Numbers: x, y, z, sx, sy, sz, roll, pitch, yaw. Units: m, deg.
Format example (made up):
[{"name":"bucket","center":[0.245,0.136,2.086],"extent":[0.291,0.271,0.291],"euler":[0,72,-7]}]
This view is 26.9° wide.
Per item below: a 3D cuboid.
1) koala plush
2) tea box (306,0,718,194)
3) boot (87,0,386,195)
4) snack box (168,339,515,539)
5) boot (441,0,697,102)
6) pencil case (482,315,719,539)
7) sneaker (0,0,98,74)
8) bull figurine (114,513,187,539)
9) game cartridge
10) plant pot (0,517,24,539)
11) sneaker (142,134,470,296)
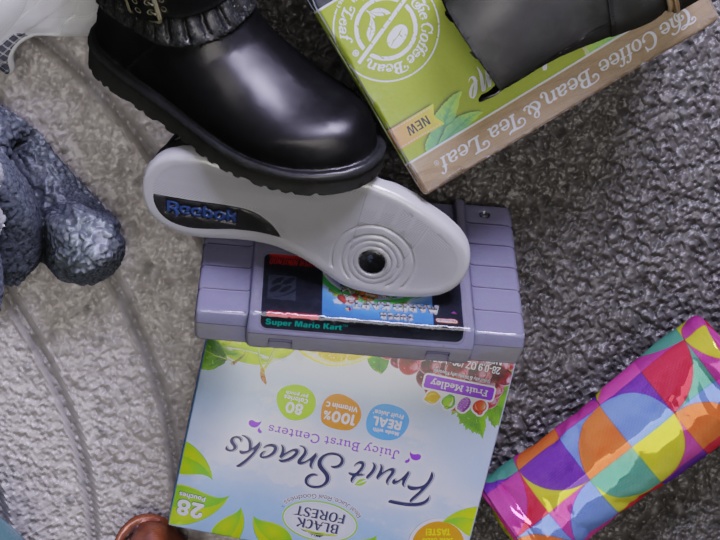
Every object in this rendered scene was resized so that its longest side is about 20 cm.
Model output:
[{"name":"koala plush","center":[-0.259,-0.020,0.885],"extent":[0.177,0.200,0.184],"euler":[-32,103,6]},{"name":"tea box","center":[0.068,-0.186,0.893],"extent":[0.200,0.134,0.197],"euler":[-32,104,5]},{"name":"boot","center":[-0.072,-0.144,0.832],"extent":[0.211,0.079,0.158],"euler":[28,137,15]},{"name":"snack box","center":[-0.013,0.101,0.995],"extent":[0.199,0.068,0.169],"euler":[13,103,-4]},{"name":"boot","center":[0.081,-0.199,0.787],"extent":[0.138,0.077,0.200],"euler":[-29,102,7]},{"name":"pencil case","center":[0.177,0.115,1.001],"extent":[0.200,0.088,0.088],"euler":[-37,103,7]},{"name":"sneaker","center":[-0.156,-0.196,0.920],"extent":[0.199,0.076,0.081],"euler":[-24,116,7]},{"name":"bull figurine","center":[-0.103,0.258,1.023],"extent":[0.200,0.065,0.122],"euler":[42,66,-4]},{"name":"game cartridge","center":[0.000,0.000,0.941],"extent":[0.199,0.130,0.039],"euler":[4,127,-4]},{"name":"plant pot","center":[-0.289,0.210,0.963],"extent":[0.200,0.200,0.135],"euler":[37,65,-11]},{"name":"sneaker","center":[-0.024,-0.055,0.922],"extent":[0.199,0.112,0.073],"euler":[17,121,0]}]
